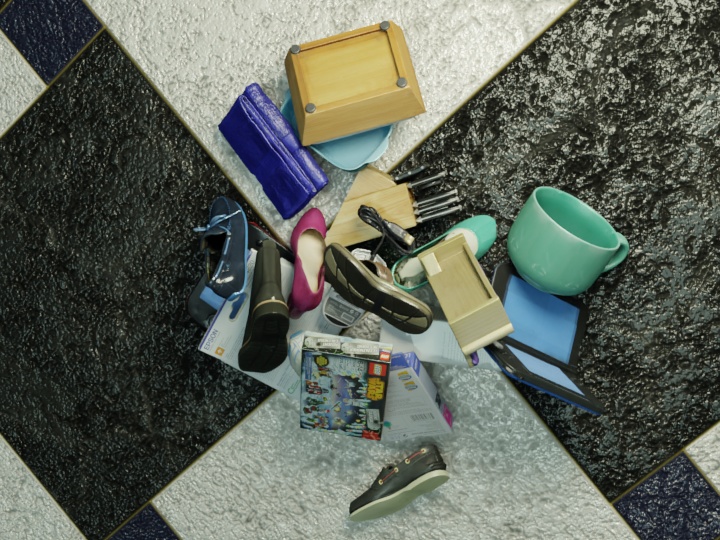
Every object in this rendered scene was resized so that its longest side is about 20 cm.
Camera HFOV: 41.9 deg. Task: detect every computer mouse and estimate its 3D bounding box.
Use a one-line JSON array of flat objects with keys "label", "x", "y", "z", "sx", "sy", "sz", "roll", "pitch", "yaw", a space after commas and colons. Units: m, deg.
[{"label": "computer mouse", "x": 0.000, "y": 0.000, "z": 1.496, "sx": 0.109, "sy": 0.044, "sz": 0.201, "roll": 28, "pitch": 110, "yaw": -14}]

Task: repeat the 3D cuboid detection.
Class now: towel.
[{"label": "towel", "x": -0.147, "y": -0.184, "z": 1.504, "sx": 0.201, "sy": 0.049, "sz": 0.147, "roll": 54, "pitch": 144, "yaw": 1}]

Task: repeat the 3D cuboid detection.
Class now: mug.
[{"label": "mug", "x": 0.312, "y": -0.028, "z": 1.428, "sx": 0.183, "sy": 0.152, "sz": 0.115, "roll": 30, "pitch": 119, "yaw": 0}]

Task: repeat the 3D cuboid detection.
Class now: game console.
[{"label": "game console", "x": 0.283, "y": 0.101, "z": 1.408, "sx": 0.198, "sy": 0.171, "sz": 0.119, "roll": 24, "pitch": 103, "yaw": -25}, {"label": "game console", "x": -0.183, "y": 0.038, "z": 1.589, "sx": 0.176, "sy": 0.031, "sz": 0.201, "roll": 36, "pitch": 103, "yaw": 4}]

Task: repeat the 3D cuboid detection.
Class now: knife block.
[{"label": "knife block", "x": 0.059, "y": -0.088, "z": 1.509, "sx": 0.174, "sy": 0.064, "sz": 0.202, "roll": 29, "pitch": 102, "yaw": 6}]

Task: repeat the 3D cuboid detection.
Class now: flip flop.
[{"label": "flip flop", "x": 0.029, "y": 0.023, "z": 1.446, "sx": 0.198, "sy": 0.058, "sz": 0.082, "roll": 31, "pitch": 137, "yaw": 4}]

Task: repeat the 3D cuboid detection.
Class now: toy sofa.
[{"label": "toy sofa", "x": 0.157, "y": 0.042, "z": 1.390, "sx": 0.082, "sy": 0.201, "sz": 0.098, "roll": -27, "pitch": 122, "yaw": 4}]

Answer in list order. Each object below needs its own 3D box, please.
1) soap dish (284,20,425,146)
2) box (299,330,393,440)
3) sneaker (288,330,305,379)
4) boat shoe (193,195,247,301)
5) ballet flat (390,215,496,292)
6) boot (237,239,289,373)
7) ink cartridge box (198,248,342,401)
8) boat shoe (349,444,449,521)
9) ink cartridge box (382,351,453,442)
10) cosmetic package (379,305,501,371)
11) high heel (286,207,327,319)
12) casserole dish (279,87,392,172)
[{"label": "soap dish", "x": -0.013, "y": -0.292, "z": 1.445, "sx": 0.197, "sy": 0.081, "sz": 0.160, "roll": -15, "pitch": 67, "yaw": 3}, {"label": "box", "x": -0.025, "y": 0.182, "z": 1.454, "sx": 0.134, "sy": 0.040, "sz": 0.202, "roll": 8, "pitch": 135, "yaw": 4}, {"label": "sneaker", "x": -0.060, "y": 0.174, "z": 1.541, "sx": 0.071, "sy": 0.073, "sz": 0.201, "roll": -24, "pitch": 131, "yaw": 2}, {"label": "boat shoe", "x": -0.221, "y": -0.048, "z": 1.508, "sx": 0.068, "sy": 0.202, "sz": 0.084, "roll": 24, "pitch": 125, "yaw": -37}, {"label": "ballet flat", "x": 0.131, "y": -0.022, "z": 1.502, "sx": 0.198, "sy": 0.070, "sz": 0.068, "roll": -30, "pitch": 86, "yaw": 12}, {"label": "boot", "x": -0.151, "y": 0.063, "z": 1.496, "sx": 0.076, "sy": 0.140, "sz": 0.201, "roll": 6, "pitch": 144, "yaw": -19}, {"label": "ink cartridge box", "x": -0.138, "y": 0.087, "z": 1.558, "sx": 0.198, "sy": 0.041, "sz": 0.201, "roll": 29, "pitch": 102, "yaw": -13}, {"label": "boat shoe", "x": 0.059, "y": 0.361, "z": 1.579, "sx": 0.200, "sy": 0.073, "sz": 0.064, "roll": -36, "pitch": 55, "yaw": 23}, {"label": "ink cartridge box", "x": 0.059, "y": 0.195, "z": 1.502, "sx": 0.118, "sy": 0.042, "sz": 0.201, "roll": -13, "pitch": 131, "yaw": 25}, {"label": "cosmetic package", "x": 0.134, "y": 0.104, "z": 1.505, "sx": 0.196, "sy": 0.101, "sz": 0.073, "roll": 7, "pitch": 100, "yaw": 10}, {"label": "high heel", "x": -0.075, "y": -0.026, "z": 1.485, "sx": 0.067, "sy": 0.096, "sz": 0.202, "roll": 24, "pitch": 58, "yaw": -15}, {"label": "casserole dish", "x": -0.037, "y": -0.230, "z": 1.488, "sx": 0.199, "sy": 0.039, "sz": 0.121, "roll": 38, "pitch": 79, "yaw": 20}]
